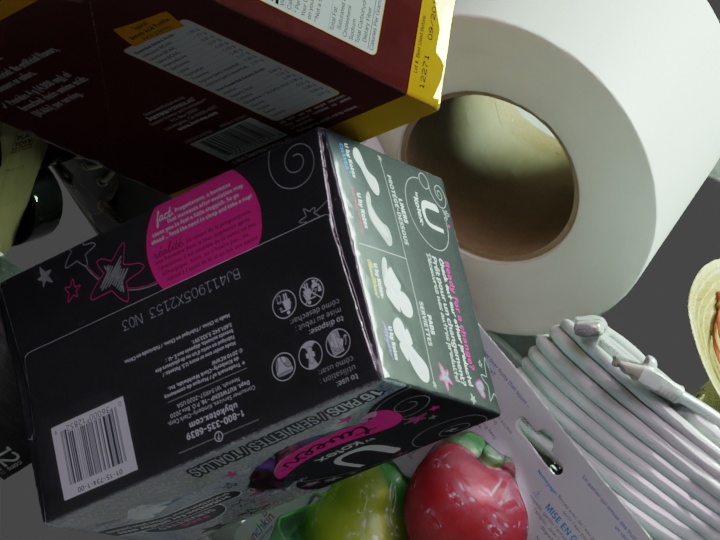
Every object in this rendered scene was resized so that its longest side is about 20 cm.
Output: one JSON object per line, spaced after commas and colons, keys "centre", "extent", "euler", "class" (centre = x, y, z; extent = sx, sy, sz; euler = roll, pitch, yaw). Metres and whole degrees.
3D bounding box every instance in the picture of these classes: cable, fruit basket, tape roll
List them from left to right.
{"centre": [0.044, 0.140, 1.399], "extent": [0.185, 0.200, 0.094], "euler": [50, 26, 18], "class": "fruit basket"}
{"centre": [0.097, -0.084, 1.604], "extent": [0.202, 0.203, 0.139], "euler": [37, 41, 4], "class": "tape roll"}
{"centre": [0.163, 0.102, 1.437], "extent": [0.200, 0.069, 0.200], "euler": [39, 2, -1], "class": "cable"}

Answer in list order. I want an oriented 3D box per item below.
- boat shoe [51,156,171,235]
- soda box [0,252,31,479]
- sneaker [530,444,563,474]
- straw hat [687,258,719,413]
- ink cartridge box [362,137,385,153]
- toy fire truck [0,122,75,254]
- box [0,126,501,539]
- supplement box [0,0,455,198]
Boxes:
{"centre": [-0.141, -0.067, 1.543], "extent": [0.075, 0.073, 0.200], "euler": [-46, 70, -1], "class": "boat shoe"}
{"centre": [-0.214, 0.012, 1.386], "extent": [0.200, 0.063, 0.071], "euler": [46, 23, -36], "class": "soda box"}
{"centre": [0.097, 0.159, 1.511], "extent": [0.199, 0.060, 0.104], "euler": [35, 44, 10], "class": "sneaker"}
{"centre": [0.232, 0.090, 1.616], "extent": [0.200, 0.085, 0.202], "euler": [31, 35, -25], "class": "straw hat"}
{"centre": [0.000, 0.000, 1.549], "extent": [0.095, 0.037, 0.201], "euler": [-37, 104, -43], "class": "ink cartridge box"}
{"centre": [-0.231, -0.120, 1.496], "extent": [0.200, 0.177, 0.128], "euler": [35, 31, 21], "class": "toy fire truck"}
{"centre": [-0.053, 0.039, 1.356], "extent": [0.115, 0.199, 0.133], "euler": [17, 54, -55], "class": "box"}
{"centre": [-0.091, -0.144, 1.321], "extent": [0.199, 0.197, 0.134], "euler": [24, 64, -32], "class": "supplement box"}
